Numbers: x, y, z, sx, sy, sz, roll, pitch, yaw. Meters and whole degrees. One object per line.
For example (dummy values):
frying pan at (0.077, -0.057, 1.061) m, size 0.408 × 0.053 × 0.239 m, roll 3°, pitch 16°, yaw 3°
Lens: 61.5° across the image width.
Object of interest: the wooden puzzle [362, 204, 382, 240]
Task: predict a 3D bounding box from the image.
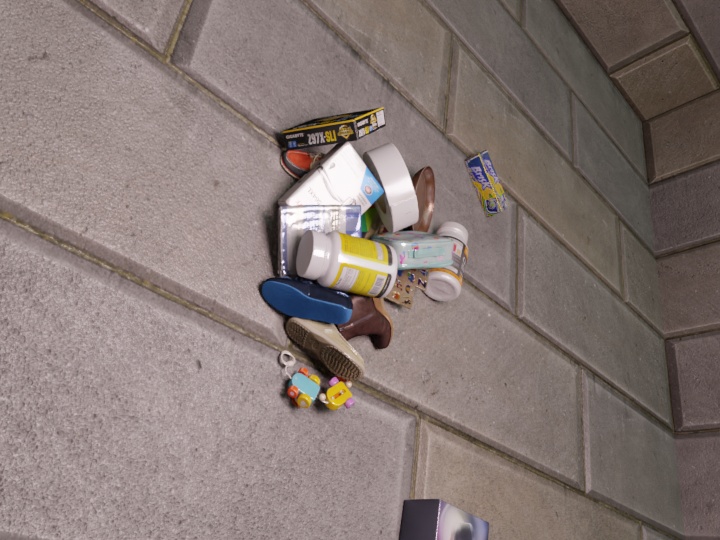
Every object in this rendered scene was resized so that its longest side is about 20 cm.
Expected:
wooden puzzle at (-0.023, -0.156, 1.507) m, size 0.200 × 0.037 × 0.188 m, roll 46°, pitch 48°, yaw -25°

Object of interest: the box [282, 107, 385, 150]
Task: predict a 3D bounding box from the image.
box at (-0.059, -0.326, 1.392) m, size 0.160 × 0.194 × 0.051 m, roll -43°, pitch 126°, yaw -53°

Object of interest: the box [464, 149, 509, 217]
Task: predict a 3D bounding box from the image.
box at (0.418, -0.288, 2.002) m, size 0.069 × 0.063 × 0.205 m, roll -29°, pitch 97°, yaw -47°

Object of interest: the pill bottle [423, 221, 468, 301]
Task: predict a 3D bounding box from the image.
pill bottle at (0.239, -0.028, 1.680) m, size 0.116 × 0.114 × 0.204 m, roll 40°, pitch 50°, yaw -28°

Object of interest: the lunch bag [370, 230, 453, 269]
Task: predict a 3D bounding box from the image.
lunch bag at (0.126, -0.047, 1.495) m, size 0.194 × 0.159 × 0.080 m, roll -5°, pitch 105°, yaw -29°

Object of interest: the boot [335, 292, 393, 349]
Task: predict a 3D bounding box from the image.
boot at (-0.003, 0.128, 1.389) m, size 0.165 × 0.071 × 0.206 m, roll -35°, pitch 128°, yaw -36°

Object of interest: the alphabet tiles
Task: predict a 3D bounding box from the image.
alphabet tiles at (0.105, -0.007, 1.568) m, size 0.163 × 0.008 × 0.205 m, roll 24°, pitch 58°, yaw -15°

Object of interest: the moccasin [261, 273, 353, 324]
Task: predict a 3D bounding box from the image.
moccasin at (-0.110, 0.061, 1.273) m, size 0.194 × 0.082 × 0.069 m, roll 21°, pitch 32°, yaw -1°

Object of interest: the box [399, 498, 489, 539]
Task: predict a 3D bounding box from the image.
box at (0.188, 0.653, 1.378) m, size 0.196 × 0.121 × 0.206 m, roll 33°, pitch 54°, yaw -32°

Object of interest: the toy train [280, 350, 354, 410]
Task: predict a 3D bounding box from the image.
toy train at (-0.086, 0.234, 1.293) m, size 0.195 × 0.056 × 0.153 m, roll 8°, pitch 45°, yaw -34°

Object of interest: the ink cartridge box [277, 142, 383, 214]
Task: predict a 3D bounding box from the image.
ink cartridge box at (-0.067, -0.165, 1.363) m, size 0.200 × 0.084 × 0.147 m, roll -45°, pitch 110°, yaw -12°

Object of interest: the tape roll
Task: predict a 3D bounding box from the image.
tape roll at (0.072, -0.198, 1.463) m, size 0.069 × 0.202 × 0.209 m, roll -19°, pitch 90°, yaw -7°

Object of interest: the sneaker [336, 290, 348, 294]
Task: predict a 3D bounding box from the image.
sneaker at (0.000, 0.000, 1.442) m, size 0.196 × 0.074 × 0.102 m, roll -1°, pitch 63°, yaw -47°

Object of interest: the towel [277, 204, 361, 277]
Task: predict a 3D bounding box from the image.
towel at (-0.087, -0.067, 1.309) m, size 0.193 × 0.024 × 0.153 m, roll -4°, pitch 100°, yaw -24°

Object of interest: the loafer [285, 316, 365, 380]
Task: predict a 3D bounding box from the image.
loafer at (-0.065, 0.152, 1.288) m, size 0.198 × 0.076 × 0.069 m, roll 38°, pitch 41°, yaw 0°

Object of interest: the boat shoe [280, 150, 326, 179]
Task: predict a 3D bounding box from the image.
boat shoe at (-0.091, -0.244, 1.423) m, size 0.194 × 0.062 × 0.074 m, roll 16°, pitch 61°, yaw -25°

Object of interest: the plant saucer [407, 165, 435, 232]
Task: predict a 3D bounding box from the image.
plant saucer at (0.162, -0.184, 1.659) m, size 0.199 × 0.033 × 0.208 m, roll 9°, pitch 89°, yaw -69°

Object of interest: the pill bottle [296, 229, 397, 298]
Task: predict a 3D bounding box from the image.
pill bottle at (-0.029, -0.016, 1.268) m, size 0.194 × 0.114 × 0.118 m, roll 13°, pitch 65°, yaw -26°
